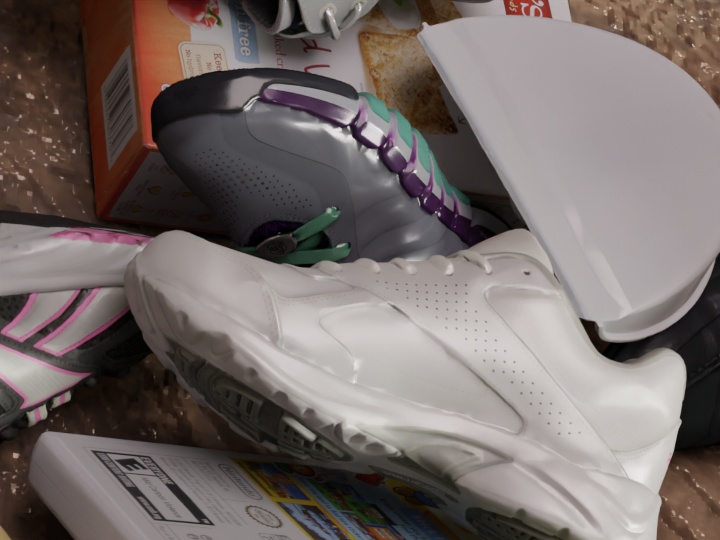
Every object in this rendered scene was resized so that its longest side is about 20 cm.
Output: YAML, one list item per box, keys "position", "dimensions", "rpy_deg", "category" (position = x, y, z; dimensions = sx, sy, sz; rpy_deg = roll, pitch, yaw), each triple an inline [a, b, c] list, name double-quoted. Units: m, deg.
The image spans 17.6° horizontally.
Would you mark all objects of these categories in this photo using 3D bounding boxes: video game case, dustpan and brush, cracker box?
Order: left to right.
- position: [-0.008, -0.080, 0.918]
  dimensions: [0.198, 0.058, 0.135]
  rpy_deg: [7, 59, -27]
  category: "cracker box"
- position: [0.011, 0.111, 0.741]
  dimensions: [0.181, 0.023, 0.200]
  rpy_deg: [9, 17, -34]
  category: "video game case"
- position: [0.118, -0.043, 0.908]
  dimensions: [0.199, 0.057, 0.140]
  rpy_deg: [-15, 66, -33]
  category: "dustpan and brush"

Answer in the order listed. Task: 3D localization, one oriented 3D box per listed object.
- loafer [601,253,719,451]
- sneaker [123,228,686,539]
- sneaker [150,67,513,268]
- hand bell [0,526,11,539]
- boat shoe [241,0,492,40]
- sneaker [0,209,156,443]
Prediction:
- position: [0.141, 0.038, 0.921]
  dimensions: [0.070, 0.068, 0.200]
  rpy_deg: [43, 46, 11]
  category: "loafer"
- position: [0.019, 0.024, 0.782]
  dimensions: [0.199, 0.078, 0.100]
  rpy_deg: [26, 72, -9]
  category: "sneaker"
- position: [0.000, 0.000, 0.824]
  dimensions: [0.200, 0.074, 0.088]
  rpy_deg: [30, 52, -48]
  category: "sneaker"
- position: [-0.155, 0.047, 0.685]
  dimensions: [0.104, 0.104, 0.201]
  rpy_deg: [-34, 101, -39]
  category: "hand bell"
- position: [-0.027, -0.120, 0.856]
  dimensions: [0.199, 0.072, 0.069]
  rpy_deg: [12, 76, -30]
  category: "boat shoe"
- position: [-0.127, 0.024, 0.786]
  dimensions: [0.199, 0.080, 0.087]
  rpy_deg: [4, 96, -40]
  category: "sneaker"
